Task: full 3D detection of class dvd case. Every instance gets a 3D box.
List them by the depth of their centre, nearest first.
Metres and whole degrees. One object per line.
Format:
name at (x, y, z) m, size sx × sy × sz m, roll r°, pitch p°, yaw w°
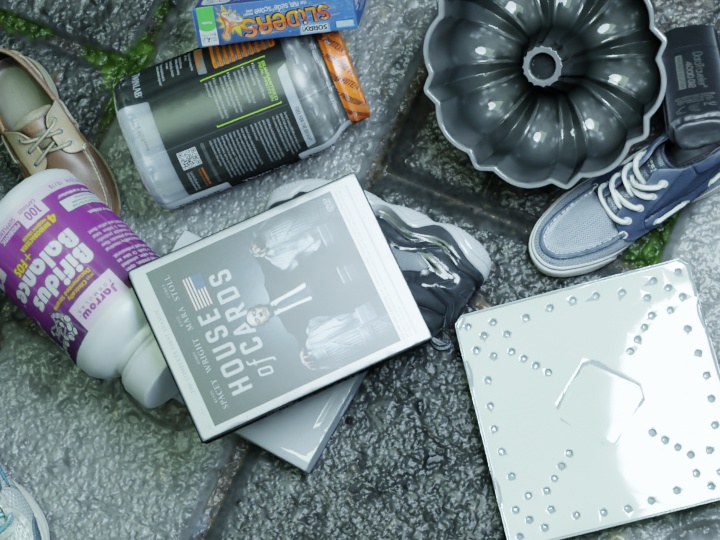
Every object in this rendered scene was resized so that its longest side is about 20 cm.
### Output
dvd case at (-0.064, 0.029, 1.441) m, size 0.200 × 0.025 × 0.151 m, roll -24°, pitch 81°, yaw -8°

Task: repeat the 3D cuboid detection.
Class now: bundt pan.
bundt pan at (0.157, -0.170, 1.484) m, size 0.201 × 0.076 × 0.202 m, roll 4°, pitch 103°, yaw 18°

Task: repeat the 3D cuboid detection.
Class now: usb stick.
usb stick at (0.271, -0.151, 1.476) m, size 0.055 × 0.200 × 0.033 m, roll -9°, pitch 117°, yaw 11°

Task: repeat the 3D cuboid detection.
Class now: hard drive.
hard drive at (-0.097, 0.068, 1.546) m, size 0.200 × 0.025 × 0.132 m, roll 27°, pitch 81°, yaw 16°

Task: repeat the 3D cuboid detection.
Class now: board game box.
board game box at (0.196, 0.110, 1.485) m, size 0.200 × 0.026 × 0.200 m, roll -15°, pitch 73°, yaw 6°
board game box at (-0.061, -0.243, 1.549) m, size 0.135 × 0.200 × 0.035 m, roll -5°, pitch 113°, yaw 9°

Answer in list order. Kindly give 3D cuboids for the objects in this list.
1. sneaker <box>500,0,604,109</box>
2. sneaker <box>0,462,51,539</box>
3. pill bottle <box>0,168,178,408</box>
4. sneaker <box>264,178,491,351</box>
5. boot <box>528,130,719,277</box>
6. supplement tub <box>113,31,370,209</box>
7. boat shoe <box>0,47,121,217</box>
sneaker at (0.179, -0.227, 1.547) m, size 0.081 × 0.088 × 0.200 m, roll 31°, pitch 86°, yaw 16°
sneaker at (-0.331, 0.179, 1.523) m, size 0.078 × 0.086 × 0.200 m, roll -32°, pitch 72°, yaw 0°
pill bottle at (-0.216, 0.018, 1.506) m, size 0.200 × 0.112 × 0.112 m, roll 42°, pitch 85°, yaw 15°
sneaker at (0.000, 0.000, 1.510) m, size 0.200 × 0.076 × 0.114 m, roll 19°, pitch 60°, yaw 11°
boot at (0.224, -0.069, 1.496) m, size 0.200 × 0.090 × 0.073 m, roll -32°, pitch 72°, yaw -1°
supplement tub at (-0.100, -0.140, 1.555) m, size 0.200 × 0.123 × 0.123 m, roll -20°, pitch 72°, yaw 3°
boat shoe at (-0.281, -0.114, 1.604) m, size 0.076 × 0.072 × 0.200 m, roll -36°, pitch 72°, yaw -2°
